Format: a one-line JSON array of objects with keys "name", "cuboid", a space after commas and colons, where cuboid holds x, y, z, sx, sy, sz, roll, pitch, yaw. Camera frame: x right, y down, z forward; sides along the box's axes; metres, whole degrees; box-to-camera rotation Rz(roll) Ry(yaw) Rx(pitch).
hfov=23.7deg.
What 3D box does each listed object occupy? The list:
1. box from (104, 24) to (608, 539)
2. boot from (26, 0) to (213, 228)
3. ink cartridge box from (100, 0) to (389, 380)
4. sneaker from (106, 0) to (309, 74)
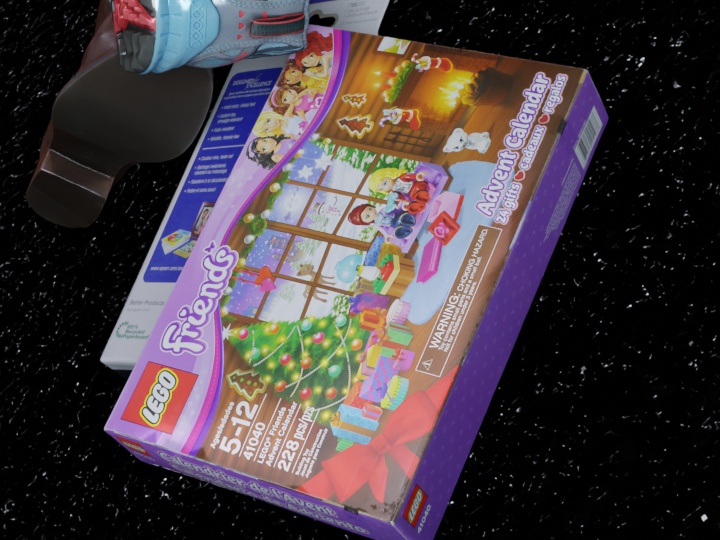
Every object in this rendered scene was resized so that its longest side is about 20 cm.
[{"name": "box", "cuboid": [0.000, 0.000, 0.690, 0.136, 0.039, 0.201, 13, 68, 30]}, {"name": "boot", "cuboid": [-0.104, -0.141, 0.890, 0.186, 0.064, 0.201, -33, 34, 52]}, {"name": "ink cartridge box", "cuboid": [-0.041, -0.036, 0.792, 0.099, 0.039, 0.201, 0, 62, 44]}, {"name": "sneaker", "cuboid": [-0.067, -0.142, 0.772, 0.200, 0.095, 0.080, -107, 22, -52]}]
